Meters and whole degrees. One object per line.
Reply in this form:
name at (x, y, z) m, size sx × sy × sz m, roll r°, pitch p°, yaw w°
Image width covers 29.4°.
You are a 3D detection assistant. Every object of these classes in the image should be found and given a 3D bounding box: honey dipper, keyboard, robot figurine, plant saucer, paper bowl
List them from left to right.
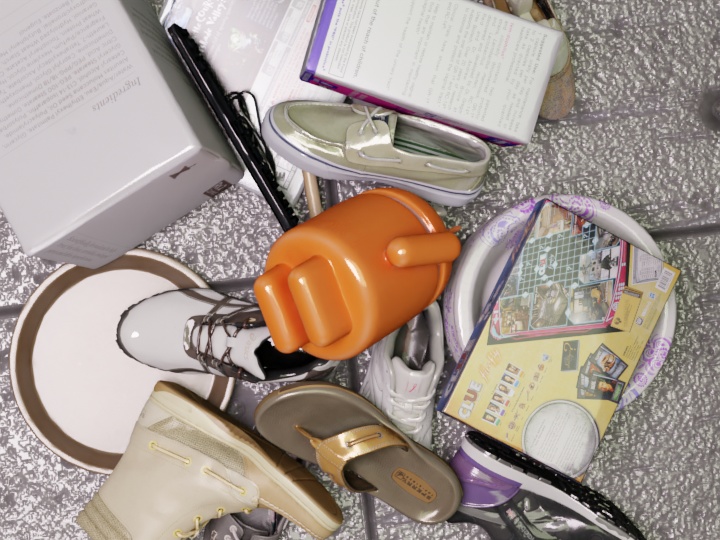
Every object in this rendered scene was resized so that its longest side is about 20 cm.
plant saucer at (-0.209, 0.080, 1.217) m, size 0.199 × 0.029 × 0.201 m, roll 0°, pitch 89°, yaw -8°
keyboard at (-0.098, -0.125, 1.173) m, size 0.039 × 0.104 × 0.201 m, roll -30°, pitch 97°, yaw -3°
honey dipper at (-0.035, -0.032, 1.226) m, size 0.038 × 0.038 × 0.201 m, roll -9°, pitch 98°, yaw -8°
robot figurine at (0.002, 0.000, 1.127) m, size 0.117 × 0.144 × 0.200 m, roll 40°, pitch 39°, yaw 16°
paper bowl at (0.173, 0.035, 1.233) m, size 0.199 × 0.104 × 0.202 m, roll 0°, pitch 89°, yaw -7°

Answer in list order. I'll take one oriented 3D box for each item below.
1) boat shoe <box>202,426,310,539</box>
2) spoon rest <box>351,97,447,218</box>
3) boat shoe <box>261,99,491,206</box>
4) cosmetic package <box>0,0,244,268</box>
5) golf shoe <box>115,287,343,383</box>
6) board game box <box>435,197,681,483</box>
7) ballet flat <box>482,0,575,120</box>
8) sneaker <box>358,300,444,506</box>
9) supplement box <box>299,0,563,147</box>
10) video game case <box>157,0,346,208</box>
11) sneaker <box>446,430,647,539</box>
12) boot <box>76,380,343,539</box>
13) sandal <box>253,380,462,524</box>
boat shoe at (-0.089, 0.197, 1.215) m, size 0.067 × 0.057 × 0.201 m, roll 23°, pitch 85°, yaw -6°
spoon rest at (0.040, -0.135, 1.252) m, size 0.099 × 0.061 × 0.201 m, roll -5°, pitch 75°, yaw -9°
boat shoe at (0.016, -0.113, 1.171) m, size 0.199 × 0.062 × 0.072 m, roll 14°, pitch 53°, yaw -9°
cosmetic package at (-0.224, -0.130, 1.127) m, size 0.164 × 0.165 × 0.201 m, roll -30°, pitch 83°, yaw 5°
golf shoe at (-0.112, 0.055, 1.168) m, size 0.199 × 0.094 × 0.078 m, roll 4°, pitch 90°, yaw -2°
board game box at (0.168, 0.059, 1.162) m, size 0.135 × 0.035 × 0.201 m, roll 28°, pitch 84°, yaw -5°
ballet flat at (0.148, -0.233, 1.257) m, size 0.068 × 0.067 × 0.201 m, roll -26°, pitch 92°, yaw -10°
sneaker at (0.035, 0.110, 1.213) m, size 0.077 × 0.099 × 0.201 m, roll 4°, pitch 88°, yaw -8°
supplement box at (0.057, -0.183, 1.170) m, size 0.199 × 0.101 × 0.104 m, roll 16°, pitch 92°, yaw -6°
video game case at (-0.100, -0.182, 1.226) m, size 0.181 × 0.023 × 0.201 m, roll 25°, pitch 97°, yaw -7°
sneaker at (0.163, 0.229, 1.252) m, size 0.199 × 0.076 × 0.088 m, roll 29°, pitch 99°, yaw -2°
boot at (-0.129, 0.208, 1.161) m, size 0.199 × 0.073 × 0.156 m, roll 33°, pitch 90°, yaw 10°
sandal at (0.002, 0.161, 1.167) m, size 0.199 × 0.054 × 0.080 m, roll 34°, pitch 112°, yaw -11°
